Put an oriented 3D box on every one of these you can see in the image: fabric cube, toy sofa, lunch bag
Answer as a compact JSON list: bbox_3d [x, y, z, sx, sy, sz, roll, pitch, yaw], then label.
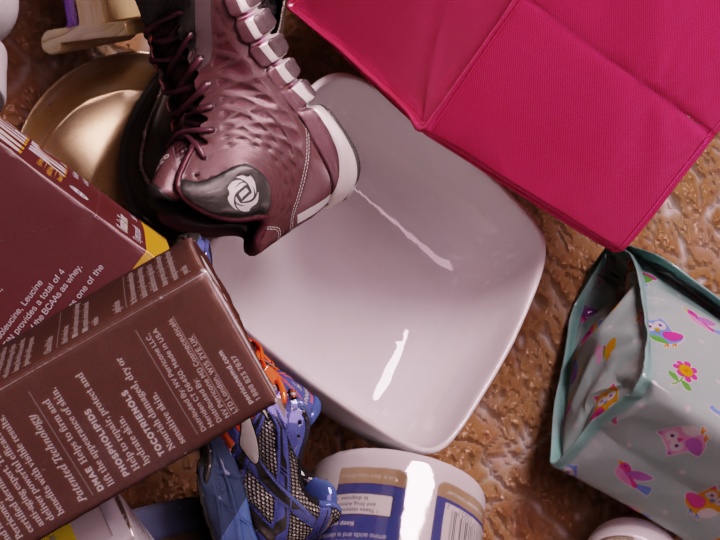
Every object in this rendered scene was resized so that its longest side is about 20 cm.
[{"bbox_3d":[0.113,-0.165,0.992,0.199,0.196,0.200,26,106,-40],"label":"fabric cube"},{"bbox_3d":[-0.171,-0.234,0.942,0.083,0.097,0.201,-30,114,-60],"label":"toy sofa"},{"bbox_3d":[0.228,0.079,1.082,0.170,0.122,0.200,32,34,-12],"label":"lunch bag"}]

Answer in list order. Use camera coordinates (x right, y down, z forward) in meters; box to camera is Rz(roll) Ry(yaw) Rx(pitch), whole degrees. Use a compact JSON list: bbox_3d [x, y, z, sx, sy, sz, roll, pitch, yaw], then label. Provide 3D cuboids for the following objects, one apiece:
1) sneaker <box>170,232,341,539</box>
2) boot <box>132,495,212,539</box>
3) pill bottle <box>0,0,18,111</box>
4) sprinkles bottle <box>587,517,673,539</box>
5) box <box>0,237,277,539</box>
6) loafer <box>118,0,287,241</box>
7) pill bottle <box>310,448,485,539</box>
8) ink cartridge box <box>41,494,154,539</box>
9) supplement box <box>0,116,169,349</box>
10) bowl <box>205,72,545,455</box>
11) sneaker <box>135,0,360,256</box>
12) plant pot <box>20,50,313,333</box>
[{"bbox_3d":[-0.064,0.070,0.883,0.078,0.075,0.201,-15,110,2],"label":"sneaker"},{"bbox_3d":[-0.152,0.192,0.881,0.199,0.075,0.097,-8,61,-33],"label":"boot"},{"bbox_3d":[-0.255,-0.191,0.921,0.109,0.110,0.201,4,71,-27],"label":"pill bottle"},{"bbox_3d":[0.151,0.228,0.973,0.068,0.068,0.200,52,28,-4],"label":"sprinkles bottle"},{"bbox_3d":[-0.142,0.069,0.708,0.200,0.100,0.075,-28,103,-4],"label":"box"},{"bbox_3d":[-0.093,-0.114,0.974,0.073,0.071,0.201,23,63,-20],"label":"loafer"},{"bbox_3d":[0.008,0.215,0.916,0.111,0.111,0.201,22,59,-20],"label":"pill bottle"},{"bbox_3d":[-0.167,0.211,0.770,0.200,0.198,0.047,-28,52,-4],"label":"ink cartridge box"},{"bbox_3d":[-0.233,0.010,0.803,0.200,0.133,0.197,37,91,-13],"label":"supplement box"},{"bbox_3d":[0.000,0.000,0.985,0.200,0.075,0.200,38,60,-12],"label":"bowl"},{"bbox_3d":[-0.094,-0.095,0.877,0.115,0.076,0.200,-43,100,-29],"label":"sneaker"},{"bbox_3d":[-0.124,-0.040,0.990,0.199,0.027,0.201,9,68,-25],"label":"plant pot"}]
